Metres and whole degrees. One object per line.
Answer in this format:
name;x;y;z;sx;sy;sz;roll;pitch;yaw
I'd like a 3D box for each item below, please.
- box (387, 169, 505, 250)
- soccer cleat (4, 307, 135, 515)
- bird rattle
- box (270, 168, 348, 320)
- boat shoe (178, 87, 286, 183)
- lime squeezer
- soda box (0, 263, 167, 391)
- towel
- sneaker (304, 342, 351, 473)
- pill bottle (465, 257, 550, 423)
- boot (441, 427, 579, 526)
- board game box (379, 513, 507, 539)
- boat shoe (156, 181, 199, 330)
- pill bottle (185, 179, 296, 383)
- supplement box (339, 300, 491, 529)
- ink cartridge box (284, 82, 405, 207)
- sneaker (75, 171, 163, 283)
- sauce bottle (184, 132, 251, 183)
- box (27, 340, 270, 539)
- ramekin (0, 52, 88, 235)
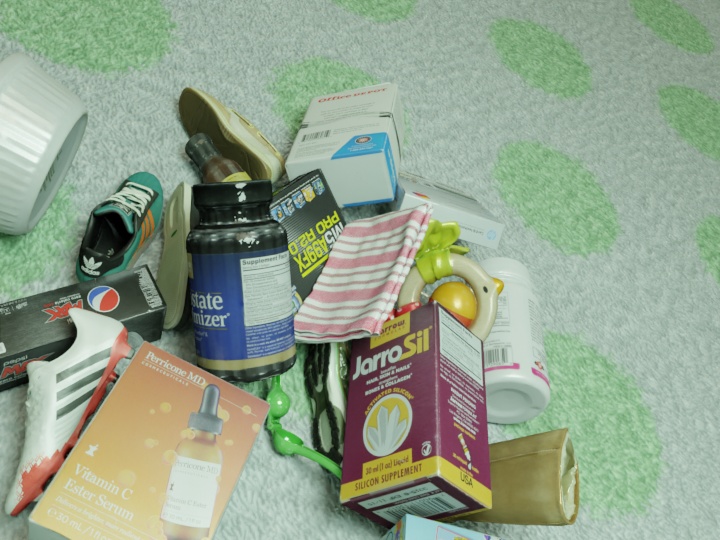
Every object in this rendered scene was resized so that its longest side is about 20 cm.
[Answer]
box;0.113;-0.098;1.055;0.152;0.042;0.200;16;16;-13
soccer cleat;-0.299;0.133;0.695;0.084;0.068;0.203;31;71;-13
bird rattle;0.091;0.041;0.899;0.160;0.113;0.203;25;82;17
box;-0.089;-0.015;0.904;0.199;0.044;0.163;-39;108;-41
boat shoe;-0.188;-0.194;1.044;0.200;0.074;0.066;47;37;13
lime squeezer;-0.080;0.159;0.805;0.037;0.071;0.203;4;49;-45
soda box;-0.315;0.062;0.772;0.197;0.071;0.064;-18;61;-35
towel;0.000;0.000;0.856;0.030;0.144;0.203;47;52;-30
sneaker;-0.014;0.144;0.858;0.087;0.077;0.204;12;55;-29
pill bottle;0.190;0.089;0.957;0.111;0.114;0.203;16;49;-12
boot;0.143;0.202;0.790;0.066;0.197;0.179;38;46;-35
board game box;0.114;0.340;0.729;0.195;0.104;0.107;18;48;-11
boat shoe;-0.210;-0.017;0.888;0.067;0.071;0.204;27;48;-37
pill bottle;-0.129;0.008;0.765;0.110;0.111;0.206;-9;99;-30
supplement box;0.061;0.158;0.774;0.103;0.129;0.204;38;39;-35
ink cartridge box;-0.015;-0.183;1.040;0.142;0.086;0.202;-6;37;15
sneaker;-0.288;-0.062;0.875;0.070;0.081;0.203;19;48;-9
sauce bottle;-0.174;-0.107;0.976;0.064;0.065;0.201;-23;68;-36
box;-0.198;0.202;0.691;0.150;0.107;0.202;25;48;-3
ramekin;-0.390;-0.136;0.818;0.093;0.203;0.206;26;46;-17
